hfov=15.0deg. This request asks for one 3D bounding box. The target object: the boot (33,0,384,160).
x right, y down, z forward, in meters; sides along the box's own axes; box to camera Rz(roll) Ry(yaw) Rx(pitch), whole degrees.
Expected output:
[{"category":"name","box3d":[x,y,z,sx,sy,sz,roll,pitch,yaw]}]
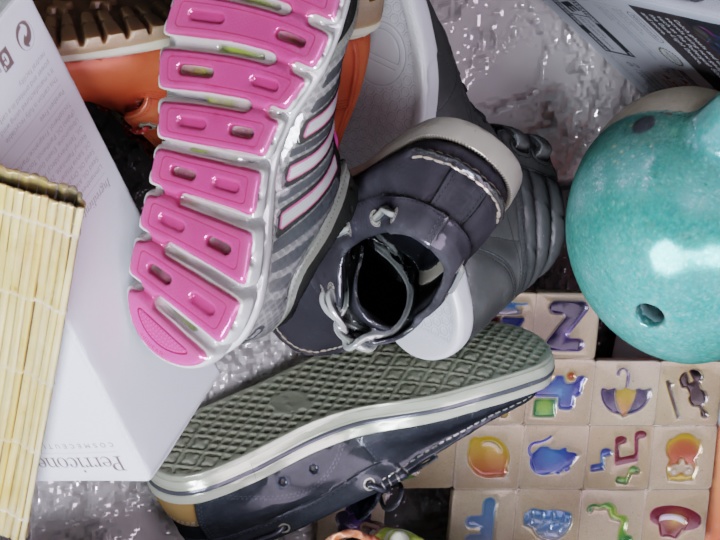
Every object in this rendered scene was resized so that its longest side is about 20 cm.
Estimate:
[{"category":"boot","box3d":[-0.085,-0.075,1.175,0.199,0.075,0.108,-4,121,-28]}]

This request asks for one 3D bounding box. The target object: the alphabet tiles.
[{"category":"alphabet tiles","box3d":[0.078,0.090,1.334,0.198,0.008,0.169,1,106,-12]}]

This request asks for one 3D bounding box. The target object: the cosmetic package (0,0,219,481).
[{"category":"cosmetic package","box3d":[-0.149,-0.010,1.120,0.071,0.101,0.201,-58,134,-43]}]

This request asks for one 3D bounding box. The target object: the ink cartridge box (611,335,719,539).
[{"category":"ink cartridge box","box3d":[0.193,0.054,1.348,0.050,0.161,0.201,-39,127,-42]}]

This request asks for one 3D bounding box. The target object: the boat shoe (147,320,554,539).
[{"category":"boat shoe","box3d":[-0.002,0.077,1.271,0.199,0.075,0.063,-21,123,-12]}]

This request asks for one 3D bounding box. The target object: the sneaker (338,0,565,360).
[{"category":"sneaker","box3d":[0.037,-0.069,1.269,0.099,0.070,0.202,-26,108,-48]}]

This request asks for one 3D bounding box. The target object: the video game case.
[{"category":"video game case","box3d":[0.190,-0.082,1.289,0.200,0.181,0.023,38,80,-37]}]

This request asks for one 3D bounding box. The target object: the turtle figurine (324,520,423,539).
[{"category":"turtle figurine","box3d":[0.007,0.155,1.267,0.160,0.065,0.200,2,146,-23]}]

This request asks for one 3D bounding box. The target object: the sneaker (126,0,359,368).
[{"category":"sneaker","box3d":[-0.038,-0.058,1.125,0.087,0.073,0.202,3,101,-67]}]

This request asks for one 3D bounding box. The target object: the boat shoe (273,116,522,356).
[{"category":"boat shoe","box3d":[0.000,0.000,1.188,0.072,0.200,0.063,35,58,-10]}]

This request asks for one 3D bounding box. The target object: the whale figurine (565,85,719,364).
[{"category":"whale figurine","box3d":[0.184,-0.009,1.242,0.104,0.199,0.160,-53,137,-36]}]

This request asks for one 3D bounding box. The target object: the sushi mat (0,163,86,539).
[{"category":"sushi mat","box3d":[-0.165,0.028,1.096,0.012,0.095,0.201,-62,171,-46]}]
